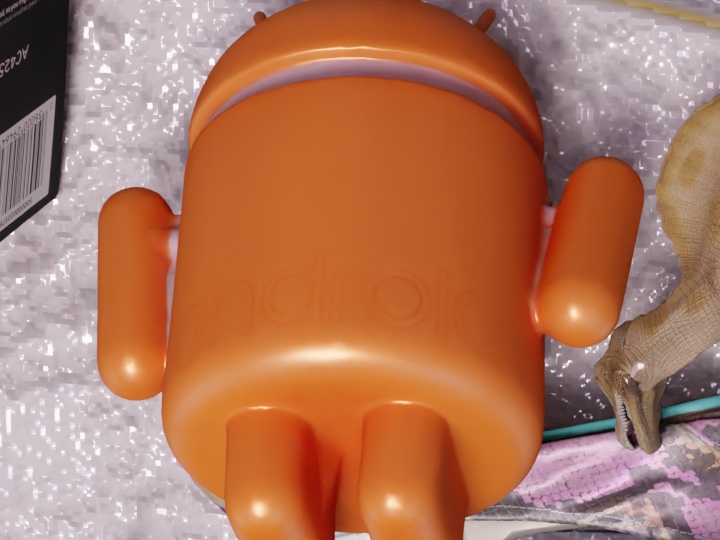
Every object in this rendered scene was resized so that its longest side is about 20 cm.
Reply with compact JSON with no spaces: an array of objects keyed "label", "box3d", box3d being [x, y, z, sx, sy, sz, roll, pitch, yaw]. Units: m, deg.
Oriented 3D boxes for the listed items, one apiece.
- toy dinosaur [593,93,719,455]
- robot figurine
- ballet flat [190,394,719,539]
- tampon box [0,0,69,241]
[{"label":"toy dinosaur","box3d":[0.131,-0.028,0.732,0.101,0.058,0.200,36,98,44]},{"label":"robot figurine","box3d":[0.002,0.000,0.768,0.144,0.116,0.201,-30,45,40]},{"label":"ballet flat","box3d":[0.038,0.082,0.821,0.199,0.069,0.071,-6,82,17]},{"label":"tampon box","box3d":[-0.215,-0.078,0.823,0.199,0.150,0.127,17,119,16]}]
